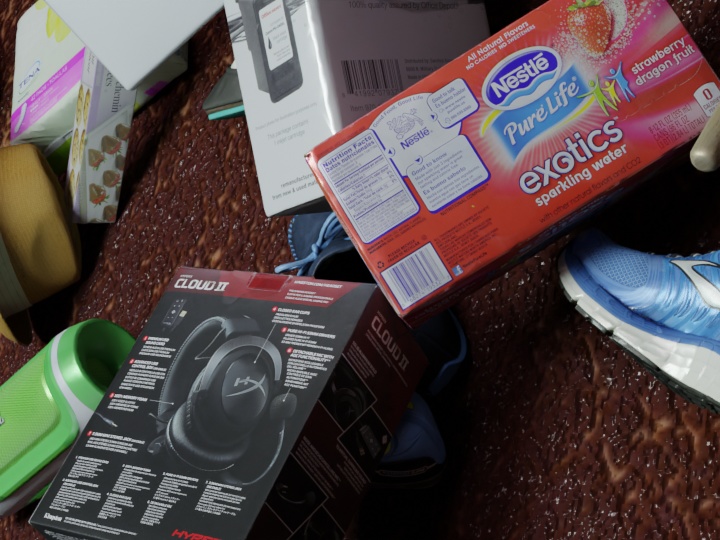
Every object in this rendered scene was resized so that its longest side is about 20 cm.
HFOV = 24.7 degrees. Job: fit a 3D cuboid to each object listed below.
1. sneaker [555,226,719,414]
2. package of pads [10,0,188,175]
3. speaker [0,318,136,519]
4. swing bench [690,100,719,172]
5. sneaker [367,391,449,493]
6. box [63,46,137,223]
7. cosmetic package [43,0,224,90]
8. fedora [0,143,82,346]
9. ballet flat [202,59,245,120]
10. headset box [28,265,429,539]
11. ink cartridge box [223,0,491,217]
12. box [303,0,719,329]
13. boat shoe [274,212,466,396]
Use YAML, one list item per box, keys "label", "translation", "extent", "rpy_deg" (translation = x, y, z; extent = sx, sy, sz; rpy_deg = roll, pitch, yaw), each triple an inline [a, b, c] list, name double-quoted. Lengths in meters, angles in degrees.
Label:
- label: "sneaker"
  translation: [0.179, 0.021, 0.810]
  extent: [0.089, 0.078, 0.200]
  rpy_deg: [-54, 43, -2]
- label: "package of pads"
  translation: [-0.229, -0.198, 1.432]
  extent: [0.200, 0.068, 0.155]
  rpy_deg: [-32, 48, 37]
- label: "speaker"
  translation: [-0.248, 0.119, 1.269]
  extent: [0.200, 0.088, 0.089]
  rpy_deg: [-38, 44, 32]
- label: "swing bench"
  translation: [0.277, -0.115, 0.709]
  extent: [0.198, 0.129, 0.201]
  rpy_deg: [-3, 63, 51]
- label: "sneaker"
  translation: [-0.035, 0.109, 0.992]
  extent: [0.199, 0.083, 0.071]
  rpy_deg: [-1, 48, 34]
- label: "box"
  translation: [-0.205, -0.130, 1.325]
  extent: [0.041, 0.039, 0.201]
  rpy_deg: [-121, 37, -47]
- label: "cosmetic package"
  translation: [-0.110, -0.267, 1.205]
  extent: [0.199, 0.123, 0.200]
  rpy_deg: [-35, 16, 35]
- label: "fedora"
  translation: [-0.284, -0.040, 1.373]
  extent: [0.081, 0.201, 0.201]
  rpy_deg: [-17, 47, -2]
- label: "ballet flat"
  translation: [-0.040, -0.147, 1.167]
  extent: [0.199, 0.068, 0.069]
  rpy_deg: [0, 100, 44]
- label: "headset box"
  translation: [-0.066, 0.085, 0.911]
  extent: [0.148, 0.077, 0.200]
  rpy_deg: [4, 53, 36]
- label: "ink cartridge box"
  translation: [0.001, -0.142, 0.992]
  extent: [0.083, 0.145, 0.201]
  rpy_deg: [-17, 82, 48]
- label: "box"
  translation: [0.082, -0.064, 0.856]
  extent: [0.199, 0.095, 0.100]
  rpy_deg: [-32, 82, 1]
- label: "boat shoe"
  translation: [0.000, 0.000, 1.036]
  extent: [0.084, 0.068, 0.200]
  rpy_deg: [-60, 37, 8]
